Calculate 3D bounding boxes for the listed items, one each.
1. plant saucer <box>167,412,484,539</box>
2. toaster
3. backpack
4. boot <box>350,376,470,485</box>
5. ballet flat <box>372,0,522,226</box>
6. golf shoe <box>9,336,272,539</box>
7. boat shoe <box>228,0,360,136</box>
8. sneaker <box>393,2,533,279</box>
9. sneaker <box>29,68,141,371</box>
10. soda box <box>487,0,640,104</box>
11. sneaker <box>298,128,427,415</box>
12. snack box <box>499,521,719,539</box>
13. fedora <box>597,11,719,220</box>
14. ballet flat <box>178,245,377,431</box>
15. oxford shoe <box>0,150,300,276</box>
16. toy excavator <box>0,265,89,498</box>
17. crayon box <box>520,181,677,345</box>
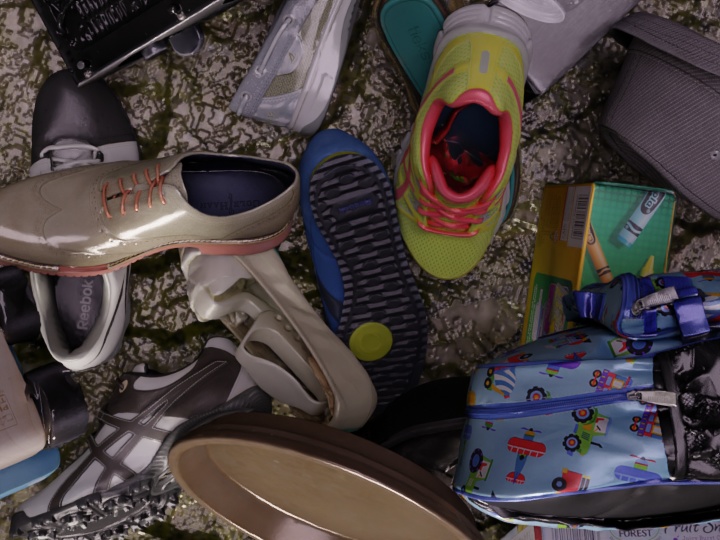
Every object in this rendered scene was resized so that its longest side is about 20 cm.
[{"bbox_3d":[-0.017,0.137,0.707,0.200,0.200,0.029,25,62,-7],"label":"plant saucer"},{"bbox_3d":[-0.129,-0.235,0.724,0.181,0.119,0.200,-26,96,23],"label":"toaster"},{"bbox_3d":[0.146,0.071,0.660,0.200,0.183,0.135,-7,86,6],"label":"backpack"},{"bbox_3d":[0.045,0.174,0.814,0.200,0.069,0.174,-19,104,14],"label":"boot"},{"bbox_3d":[0.063,-0.117,0.798,0.071,0.071,0.200,-29,125,-4],"label":"ballet flat"},{"bbox_3d":[-0.149,0.117,0.805,0.200,0.078,0.095,-27,63,8],"label":"golf shoe"},{"bbox_3d":[-0.033,-0.193,0.791,0.065,0.074,0.202,13,99,-11],"label":"boat shoe"},{"bbox_3d":[0.057,-0.060,0.745,0.078,0.090,0.200,7,134,4],"label":"sneaker"},{"bbox_3d":[-0.180,-0.033,0.778,0.074,0.089,0.200,-4,92,-4],"label":"sneaker"},{"bbox_3d":[0.164,-0.207,0.815,0.200,0.063,0.071,-44,97,-3],"label":"soda box"},{"bbox_3d":[0.000,0.000,0.815,0.066,0.078,0.200,-14,114,-6],"label":"sneaker"},{"bbox_3d":[0.198,0.194,0.800,0.200,0.142,0.053,0,69,-6],"label":"snack box"},{"bbox_3d":[0.232,-0.084,0.777,0.200,0.177,0.090,25,101,-27],"label":"fedora"},{"bbox_3d":[-0.068,0.027,0.777,0.069,0.069,0.200,-42,80,-2],"label":"ballet flat"},{"bbox_3d":[-0.133,-0.045,0.721,0.200,0.074,0.071,-9,71,-19],"label":"oxford shoe"},{"bbox_3d":[-0.242,0.116,0.733,0.100,0.200,0.195,-22,82,-35],"label":"toy excavator"},{"bbox_3d":[0.149,0.042,0.800,0.058,0.119,0.200,7,93,-6],"label":"crayon box"}]
